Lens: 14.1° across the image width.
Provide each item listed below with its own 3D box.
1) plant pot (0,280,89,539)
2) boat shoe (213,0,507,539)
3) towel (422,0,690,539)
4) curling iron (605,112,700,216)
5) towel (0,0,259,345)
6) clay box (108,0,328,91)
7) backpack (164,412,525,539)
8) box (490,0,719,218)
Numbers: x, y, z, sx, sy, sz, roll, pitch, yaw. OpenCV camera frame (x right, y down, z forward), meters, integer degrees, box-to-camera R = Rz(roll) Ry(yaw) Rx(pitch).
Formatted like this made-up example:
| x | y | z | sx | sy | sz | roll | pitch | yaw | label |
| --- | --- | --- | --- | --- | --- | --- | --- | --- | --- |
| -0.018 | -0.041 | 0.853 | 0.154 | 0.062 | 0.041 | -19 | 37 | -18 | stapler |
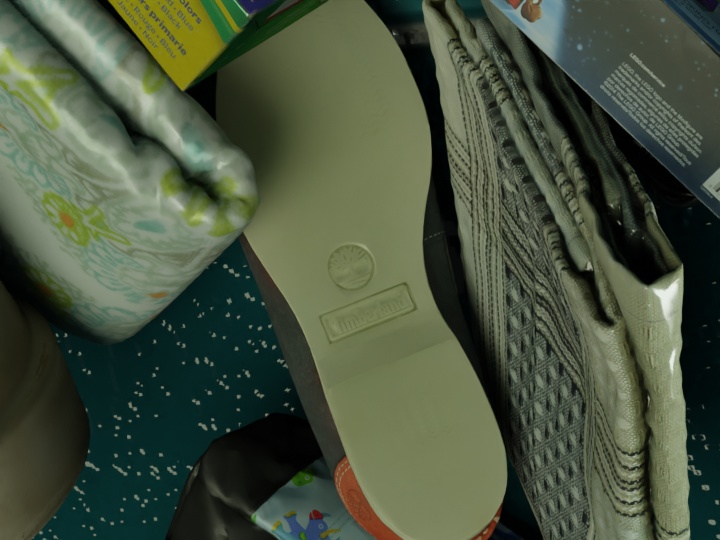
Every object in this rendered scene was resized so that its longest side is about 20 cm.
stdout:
| x | y | z | sx | sy | sz | roll | pitch | yaw | label |
| --- | --- | --- | --- | --- | --- | --- | --- | --- | --- |
| -0.207 | 0.010 | 0.967 | 0.199 | 0.200 | 0.174 | -4 | 117 | 26 | plant pot |
| 0.000 | 0.000 | 0.960 | 0.071 | 0.063 | 0.201 | -18 | 80 | -4 | boat shoe |
| 0.059 | 0.019 | 0.878 | 0.034 | 0.193 | 0.201 | -11 | 129 | -6 | towel |
| 0.162 | -0.024 | 0.914 | 0.199 | 0.026 | 0.050 | 12 | 83 | 14 | curling iron |
| -0.128 | -0.065 | 0.962 | 0.200 | 0.048 | 0.171 | 45 | 162 | -3 | towel |
| -0.072 | -0.163 | 0.882 | 0.200 | 0.115 | 0.048 | 51 | 136 | 2 | clay box |
| 0.027 | 0.160 | 1.016 | 0.200 | 0.153 | 0.164 | 37 | 125 | 29 | backpack |
| 0.071 | -0.108 | 0.847 | 0.200 | 0.137 | 0.038 | 43 | 120 | -2 | box |
